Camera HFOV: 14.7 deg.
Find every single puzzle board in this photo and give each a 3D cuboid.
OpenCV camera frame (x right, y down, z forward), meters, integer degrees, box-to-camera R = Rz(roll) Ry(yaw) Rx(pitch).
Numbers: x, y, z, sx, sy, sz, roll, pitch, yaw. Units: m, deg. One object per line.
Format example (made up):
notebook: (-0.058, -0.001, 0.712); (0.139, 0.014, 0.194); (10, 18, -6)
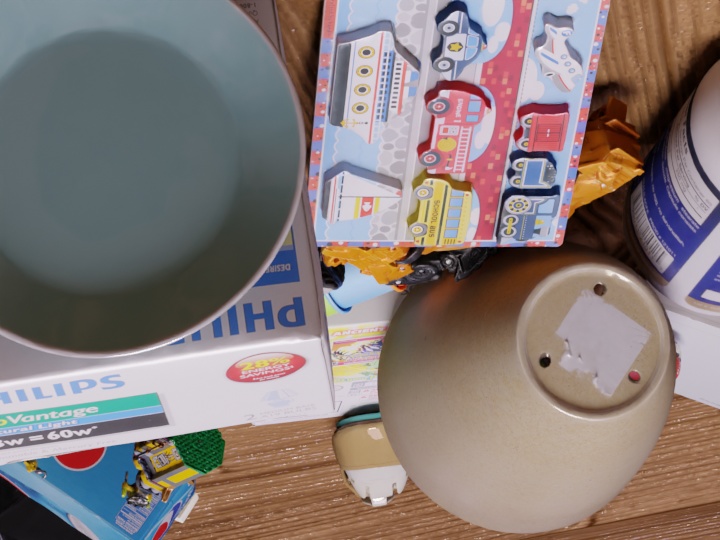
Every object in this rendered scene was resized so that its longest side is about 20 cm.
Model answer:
puzzle board: (0.049, -0.079, 1.513); (0.150, 0.017, 0.201); (-1, 138, -7)

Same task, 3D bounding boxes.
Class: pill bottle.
pill bottle: (0.231, -0.061, 1.601); (0.115, 0.117, 0.200); (-3, 158, -15)

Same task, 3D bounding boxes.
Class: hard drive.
hard drive: (0.243, 0.055, 1.916); (0.131, 0.026, 0.200); (19, 165, 3)

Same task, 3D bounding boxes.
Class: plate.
plate: (-0.125, -0.054, 1.361); (0.199, 0.202, 0.026); (-9, 167, 1)

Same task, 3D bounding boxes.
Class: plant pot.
plant pot: (0.119, 0.057, 1.702); (0.186, 0.189, 0.200); (-5, 170, -11)

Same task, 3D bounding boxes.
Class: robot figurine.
robot figurine: (0.056, -0.052, 1.620); (0.199, 0.059, 0.145); (-23, 146, 31)

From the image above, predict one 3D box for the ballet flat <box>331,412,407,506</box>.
ballet flat: (0.015, 0.137, 2.017); (0.068, 0.064, 0.200); (-7, 174, 0)

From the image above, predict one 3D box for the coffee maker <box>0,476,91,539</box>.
coffee maker: (-0.239, 0.116, 1.829); (0.191, 0.136, 0.200); (-20, 157, 23)

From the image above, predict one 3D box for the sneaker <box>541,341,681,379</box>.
sneaker: (0.118, 0.088, 1.853); (0.198, 0.085, 0.077); (-9, 160, -4)

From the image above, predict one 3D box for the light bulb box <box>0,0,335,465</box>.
light bulb box: (-0.123, -0.022, 1.438); (0.197, 0.201, 0.125); (-9, 159, 0)

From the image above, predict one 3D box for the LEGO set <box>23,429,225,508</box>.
LEGO set: (-0.171, 0.052, 1.592); (0.199, 0.155, 0.116); (20, 148, -37)

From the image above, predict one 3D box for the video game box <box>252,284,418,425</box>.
video game box: (0.028, 0.047, 1.885); (0.198, 0.047, 0.182); (-6, 161, -11)

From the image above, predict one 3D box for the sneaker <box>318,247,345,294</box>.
sneaker: (-0.088, -0.017, 1.635); (0.077, 0.076, 0.200); (-20, 153, 26)

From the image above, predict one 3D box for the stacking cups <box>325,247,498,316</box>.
stacking cups: (0.000, 0.000, 1.733); (0.199, 0.061, 0.060); (-17, 157, 20)

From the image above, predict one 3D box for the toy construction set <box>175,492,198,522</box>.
toy construction set: (-0.127, 0.083, 1.783); (0.091, 0.132, 0.201); (-4, 146, -1)

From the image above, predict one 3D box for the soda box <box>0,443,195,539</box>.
soda box: (-0.196, 0.093, 1.673); (0.199, 0.064, 0.068); (34, 162, 8)
